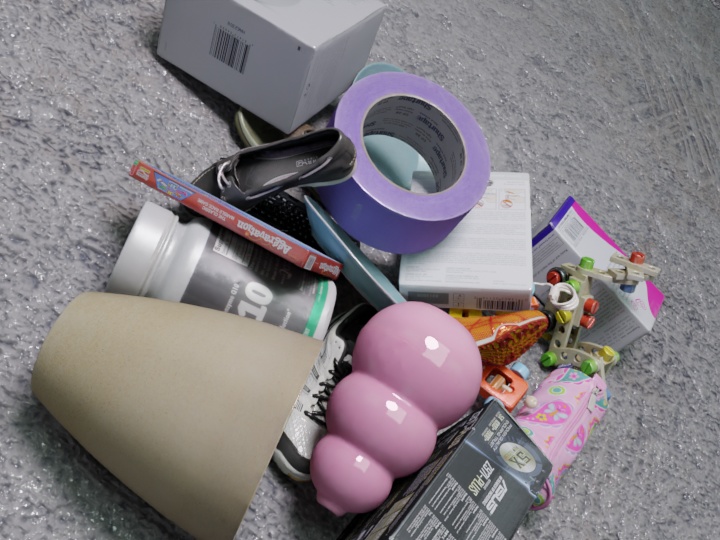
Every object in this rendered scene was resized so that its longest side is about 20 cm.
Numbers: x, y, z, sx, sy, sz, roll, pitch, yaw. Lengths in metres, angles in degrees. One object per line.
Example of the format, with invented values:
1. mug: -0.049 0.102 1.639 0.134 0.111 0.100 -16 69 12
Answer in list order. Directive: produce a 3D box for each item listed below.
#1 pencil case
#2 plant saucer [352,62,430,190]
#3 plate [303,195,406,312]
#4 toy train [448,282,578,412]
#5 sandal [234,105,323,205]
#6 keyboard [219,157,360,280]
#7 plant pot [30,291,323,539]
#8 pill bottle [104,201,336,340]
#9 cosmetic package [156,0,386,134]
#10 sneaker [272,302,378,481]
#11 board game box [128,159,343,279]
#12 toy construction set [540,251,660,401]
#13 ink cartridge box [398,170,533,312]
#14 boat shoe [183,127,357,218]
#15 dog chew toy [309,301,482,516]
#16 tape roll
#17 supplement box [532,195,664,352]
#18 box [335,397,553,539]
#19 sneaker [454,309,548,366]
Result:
1. pencil case: 0.224 0.191 0.933 0.088 0.087 0.199 50 44 5
2. plant saucer: 0.046 -0.182 1.085 0.200 0.038 0.204 20 61 -40
3. plate: 0.000 0.000 0.857 0.200 0.026 0.200 47 4 -4
4. toy train: 0.175 0.083 0.969 0.149 0.056 0.200 31 61 17
5. sandal: -0.065 -0.147 0.980 0.200 0.057 0.080 35 44 -11
6. keyboard: -0.083 -0.059 0.915 0.198 0.040 0.105 29 45 -16
7. plant pot: -0.157 0.102 0.653 0.198 0.188 0.188 25 45 -1
8. pill bottle: -0.132 0.020 0.759 0.198 0.113 0.114 25 46 -14
9. cosmetic package: -0.106 -0.298 0.980 0.198 0.124 0.200 32 41 8
10. sneaker: -0.031 0.110 0.793 0.075 0.088 0.201 33 46 -15
11. board game box: -0.117 -0.048 0.761 0.198 0.020 0.103 28 0 18
12. toy construction set: 0.300 0.061 1.031 0.091 0.202 0.131 9 16 -46
13. ink cartridge box: 0.134 -0.042 0.999 0.158 0.048 0.202 2 49 8
14. boat shoe: -0.102 -0.109 0.839 0.197 0.057 0.068 -15 65 5
15. dog chew toy: 0.026 0.130 0.724 0.124 0.124 0.201 36 75 -9
16. tape roll: 0.048 -0.128 0.940 0.197 0.085 0.203 10 61 -18
17. supplement box: 0.321 0.013 1.129 0.200 0.103 0.101 46 42 3
18. box: 0.060 0.232 0.716 0.086 0.164 0.200 48 42 4
19. sneaker: 0.120 0.075 0.898 0.197 0.074 0.078 -14 48 -15
